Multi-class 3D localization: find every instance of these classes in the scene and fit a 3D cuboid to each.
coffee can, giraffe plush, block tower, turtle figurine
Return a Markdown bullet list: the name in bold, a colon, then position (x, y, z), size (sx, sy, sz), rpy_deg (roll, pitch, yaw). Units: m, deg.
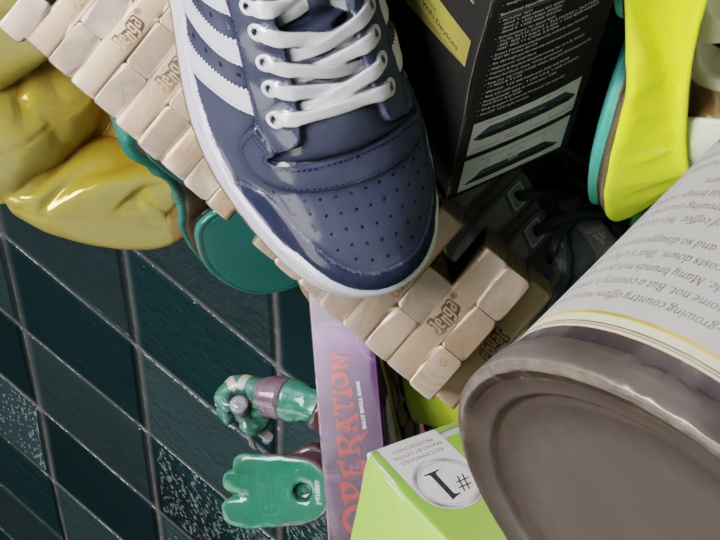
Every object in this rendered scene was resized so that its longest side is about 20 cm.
- **coffee can**: position (0.146, 0.016, 0.598), size (0.146, 0.200, 0.146), rpy_deg (37, 155, 21)
- **giraffe plush**: position (-0.149, -0.103, 0.994), size (0.173, 0.200, 0.162), rpy_deg (50, -167, -38)
- **block tower**: position (-0.026, -0.039, 0.736), size (0.200, 0.058, 0.054), rpy_deg (40, -172, -3)
- **turtle figurine**: position (-0.003, 0.100, 0.975), size (0.150, 0.101, 0.200), rpy_deg (54, -164, -2)

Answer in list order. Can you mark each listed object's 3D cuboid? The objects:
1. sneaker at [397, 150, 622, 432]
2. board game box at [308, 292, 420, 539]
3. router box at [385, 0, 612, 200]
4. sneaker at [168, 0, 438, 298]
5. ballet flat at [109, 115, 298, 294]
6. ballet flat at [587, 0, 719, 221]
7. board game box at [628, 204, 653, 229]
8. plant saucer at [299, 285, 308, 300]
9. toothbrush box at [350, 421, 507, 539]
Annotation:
- **sneaker**: position (0.058, -0.027, 0.798), size (0.081, 0.074, 0.200), rpy_deg (5, 111, 38)
- **board game box**: position (0.000, 0.000, 0.832), size (0.120, 0.032, 0.200), rpy_deg (-1, -94, -78)
- **router box**: position (0.007, -0.146, 0.692), size (0.200, 0.052, 0.157), rpy_deg (58, 161, 22)
- **sneaker**: position (-0.015, -0.083, 0.635), size (0.200, 0.070, 0.108), rpy_deg (71, 164, -8)
- **ballet flat**: position (-0.057, -0.054, 0.899), size (0.200, 0.067, 0.070), rpy_deg (60, -170, -67)
- **ballet flat**: position (0.110, -0.077, 0.692), size (0.067, 0.067, 0.200), rpy_deg (15, 145, 15)
- **board game box**: position (0.161, 0.063, 0.752), size (0.200, 0.029, 0.135), rpy_deg (35, 124, 43)
- **plant saucer**: position (0.043, 0.014, 0.971), size (0.200, 0.035, 0.200), rpy_deg (38, 155, 21)
- **toothbrush box**: position (0.108, 0.127, 0.687), size (0.200, 0.146, 0.086), rpy_deg (47, 139, 37)
